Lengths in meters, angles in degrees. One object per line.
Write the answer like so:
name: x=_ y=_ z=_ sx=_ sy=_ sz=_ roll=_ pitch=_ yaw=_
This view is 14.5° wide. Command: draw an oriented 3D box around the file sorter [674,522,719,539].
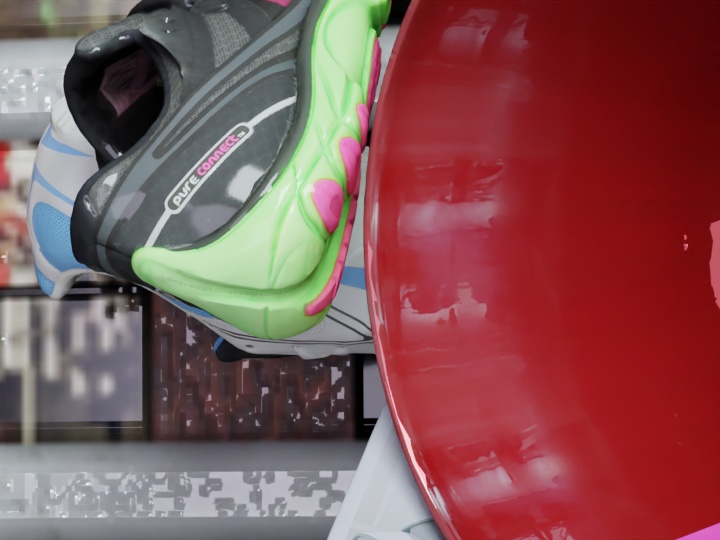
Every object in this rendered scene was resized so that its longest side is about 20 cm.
file sorter: x=0.047 y=0.155 z=0.540 sx=0.200 sy=0.125 sz=0.139 roll=-20 pitch=117 yaw=-4

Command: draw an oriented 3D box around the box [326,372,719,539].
box: x=0.083 y=0.120 z=0.734 sx=0.200 sy=0.097 sz=0.177 roll=16 pitch=48 yaw=10

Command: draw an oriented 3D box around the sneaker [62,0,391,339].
sneaker: x=-0.036 y=-0.061 z=0.770 sx=0.084 sy=0.200 sz=0.077 roll=10 pitch=123 yaw=0

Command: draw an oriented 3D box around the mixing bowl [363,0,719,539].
mixing bowl: x=0.102 y=-0.004 z=0.674 sx=0.200 sy=0.108 sz=0.200 roll=9 pitch=101 yaw=53

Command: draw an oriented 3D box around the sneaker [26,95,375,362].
sneaker: x=0.000 y=0.000 z=0.824 sx=0.200 sy=0.072 sz=0.073 roll=16 pitch=120 yaw=6
